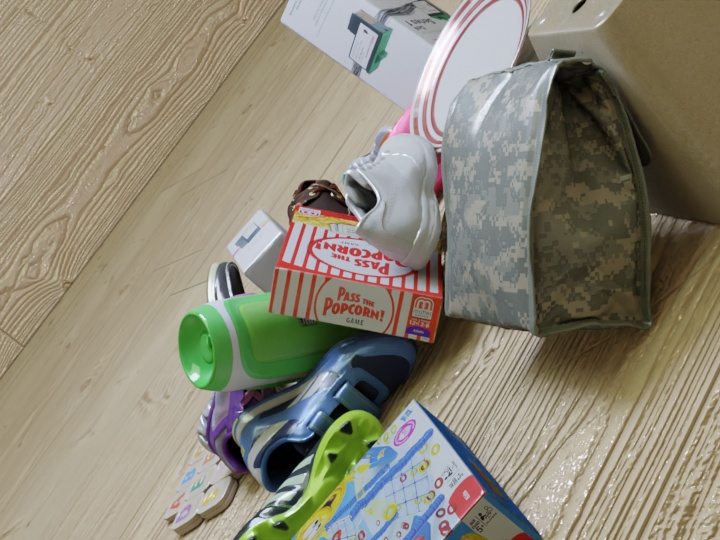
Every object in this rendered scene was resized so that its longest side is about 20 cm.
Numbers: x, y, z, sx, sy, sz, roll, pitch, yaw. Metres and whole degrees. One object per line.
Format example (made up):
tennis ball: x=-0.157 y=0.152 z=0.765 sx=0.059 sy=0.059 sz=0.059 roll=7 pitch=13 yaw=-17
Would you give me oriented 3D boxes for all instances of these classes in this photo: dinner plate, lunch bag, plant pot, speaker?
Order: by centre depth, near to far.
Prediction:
plant pot: x=0.248 y=-0.171 z=0.996 sx=0.200 sy=0.177 sz=0.200 roll=-50 pitch=17 yaw=-4
lunch bag: x=0.136 y=-0.059 z=1.003 sx=0.164 sy=0.117 sz=0.200 roll=-173 pitch=80 yaw=-70
speaker: x=-0.068 y=0.061 z=1.271 sx=0.200 sy=0.089 sz=0.088 roll=-8 pitch=-9 yaw=-35
dinner plate: x=0.112 y=-0.202 z=1.318 sx=0.200 sy=0.024 sz=0.200 roll=-47 pitch=30 yaw=39

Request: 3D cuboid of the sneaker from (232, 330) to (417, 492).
sneaker: x=-0.026 y=0.131 z=1.223 sx=0.200 sy=0.074 sz=0.082 roll=-38 pitch=36 yaw=15

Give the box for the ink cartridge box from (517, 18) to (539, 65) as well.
ink cartridge box: x=0.167 y=-0.150 z=1.314 sx=0.144 sy=0.084 sz=0.200 roll=-44 pitch=18 yaw=20

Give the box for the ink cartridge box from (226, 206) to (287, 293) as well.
ink cartridge box: x=-0.090 y=-0.004 z=1.587 sx=0.067 sy=0.117 sz=0.200 roll=-48 pitch=17 yaw=1

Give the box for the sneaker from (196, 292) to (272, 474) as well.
sneaker: x=-0.113 y=0.120 z=1.339 sx=0.088 sy=0.080 sz=0.200 roll=-125 pitch=37 yaw=-55

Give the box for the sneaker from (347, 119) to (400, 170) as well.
sneaker: x=0.060 y=-0.137 z=1.597 sx=0.112 sy=0.078 sz=0.200 roll=-35 pitch=-3 yaw=-25

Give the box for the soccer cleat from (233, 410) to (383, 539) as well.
soccer cleat: x=-0.048 y=0.206 z=1.147 sx=0.200 sy=0.067 sz=0.081 roll=-51 pitch=-1 yaw=-9

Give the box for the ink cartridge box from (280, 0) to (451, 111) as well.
ink cartridge box: x=0.035 y=-0.264 z=1.510 sx=0.146 sy=0.200 sz=0.084 roll=-21 pitch=-37 yaw=-57

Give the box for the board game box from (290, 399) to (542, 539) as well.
board game box: x=0.017 y=0.210 z=0.965 sx=0.196 sy=0.056 sz=0.200 roll=-49 pitch=17 yaw=1

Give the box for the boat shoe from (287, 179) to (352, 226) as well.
boat shoe: x=-0.047 y=-0.066 z=1.482 sx=0.200 sy=0.070 sz=0.070 roll=-148 pitch=64 yaw=-76

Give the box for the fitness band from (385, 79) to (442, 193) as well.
fitness band: x=0.086 y=-0.154 z=1.464 sx=0.200 sy=0.037 sz=0.144 roll=-52 pitch=-23 yaw=-11

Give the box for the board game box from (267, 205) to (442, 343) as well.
board game box: x=0.000 y=0.000 z=1.264 sx=0.200 sy=0.151 sz=0.046 roll=-83 pitch=4 yaw=-71

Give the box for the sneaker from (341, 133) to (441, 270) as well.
sneaker: x=0.022 y=-0.082 z=1.265 sx=0.200 sy=0.088 sz=0.075 roll=-97 pitch=29 yaw=-58

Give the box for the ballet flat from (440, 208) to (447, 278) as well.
ballet flat: x=0.105 y=-0.006 z=1.227 sx=0.200 sy=0.070 sz=0.065 roll=-81 pitch=8 yaw=-64

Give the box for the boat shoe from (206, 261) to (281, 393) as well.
boat shoe: x=-0.122 y=0.075 z=1.472 sx=0.066 sy=0.072 sz=0.201 roll=-19 pitch=59 yaw=12

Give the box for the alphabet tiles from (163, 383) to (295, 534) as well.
alphabet tiles: x=-0.144 y=0.197 z=1.473 sx=0.196 sy=0.015 sz=0.200 roll=-36 pitch=22 yaw=39
